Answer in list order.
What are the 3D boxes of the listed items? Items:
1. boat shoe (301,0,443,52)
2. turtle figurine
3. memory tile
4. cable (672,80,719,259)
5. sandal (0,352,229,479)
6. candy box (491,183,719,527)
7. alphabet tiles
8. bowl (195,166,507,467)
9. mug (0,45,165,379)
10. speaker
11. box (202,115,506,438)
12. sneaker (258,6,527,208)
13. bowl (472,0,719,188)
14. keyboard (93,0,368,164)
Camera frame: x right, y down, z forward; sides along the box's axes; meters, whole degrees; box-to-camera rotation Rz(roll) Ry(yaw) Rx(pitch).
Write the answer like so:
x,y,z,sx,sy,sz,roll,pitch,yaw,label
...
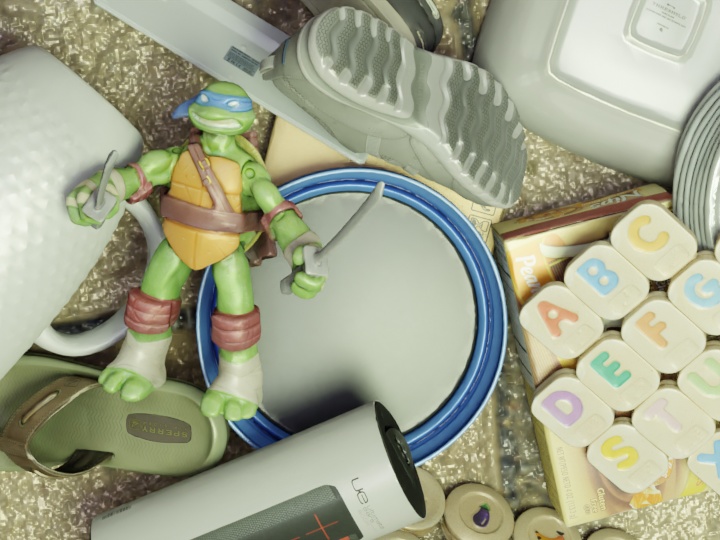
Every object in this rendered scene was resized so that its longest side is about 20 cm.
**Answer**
x,y,z,sx,sy,sz,roll,pitch,yaw,label
-0.017,-0.212,1.272,0.063,0.073,0.200,-36,93,-43,boat shoe
-0.098,-0.002,1.162,0.144,0.200,0.194,-2,115,-24,turtle figurine
0.094,0.212,1.288,0.199,0.017,0.154,17,51,-7,memory tile
0.296,-0.044,1.239,0.199,0.069,0.201,2,103,-10,cable
-0.183,0.098,1.260,0.200,0.057,0.080,0,107,18,sandal
0.164,0.055,1.296,0.115,0.055,0.201,-14,103,-4,candy box
0.206,0.054,1.231,0.196,0.015,0.200,41,116,-12,alphabet tiles
-0.006,0.034,1.275,0.200,0.039,0.201,0,95,-3,bowl
-0.207,-0.029,1.232,0.200,0.148,0.175,43,85,-28,mug
-0.062,0.152,1.231,0.200,0.081,0.081,-23,98,9,speaker
0.000,0.000,1.303,0.163,0.021,0.201,15,96,-5,box
0.025,-0.101,1.238,0.200,0.082,0.075,34,63,-33,sneaker
0.190,-0.162,1.276,0.199,0.075,0.200,22,95,-8,bowl
-0.073,-0.138,1.268,0.200,0.011,0.056,31,61,-3,keyboard
